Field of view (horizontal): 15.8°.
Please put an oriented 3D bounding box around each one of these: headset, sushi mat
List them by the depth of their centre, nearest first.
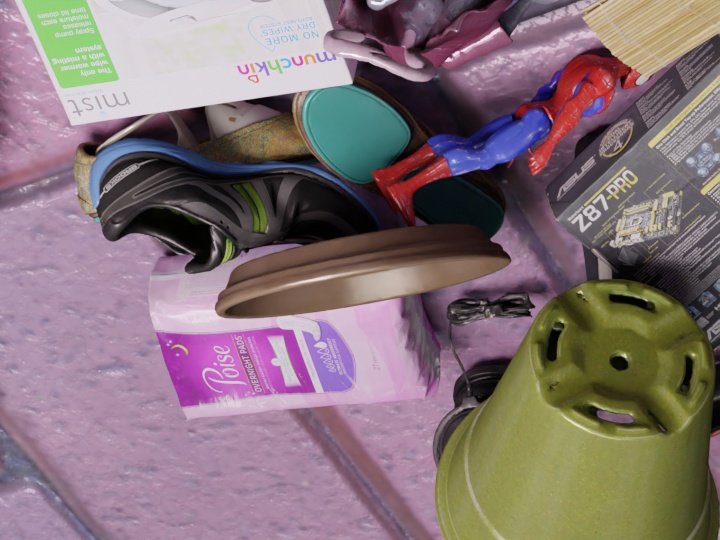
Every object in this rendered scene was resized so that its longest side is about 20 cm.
[{"bbox_3d":[0.237,-0.189,1.600,0.199,0.012,0.096,-30,149,17],"label":"sushi mat"},{"bbox_3d":[0.106,0.111,1.905,0.093,0.124,0.201,-10,112,18],"label":"headset"}]

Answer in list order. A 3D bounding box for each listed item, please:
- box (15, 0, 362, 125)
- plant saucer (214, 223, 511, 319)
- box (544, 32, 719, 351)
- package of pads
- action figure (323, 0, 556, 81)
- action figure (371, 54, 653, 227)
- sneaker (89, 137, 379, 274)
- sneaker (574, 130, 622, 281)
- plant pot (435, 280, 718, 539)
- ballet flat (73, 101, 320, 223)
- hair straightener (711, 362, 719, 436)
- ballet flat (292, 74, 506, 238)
[{"bbox_3d":[-0.115,-0.199,1.650,0.199,0.097,0.177,-7,130,15],"label":"box"},{"bbox_3d":[0.000,0.000,1.712,0.199,0.030,0.200,-9,173,-1],"label":"plant saucer"},{"bbox_3d":[0.246,-0.063,1.710,0.161,0.049,0.200,36,109,-26],"label":"box"},{"bbox_3d":[-0.047,0.040,1.887,0.198,0.076,0.121,-5,130,15],"label":"package of pads"},{"bbox_3d":[0.050,-0.156,1.625,0.133,0.150,0.200,23,167,0],"label":"action figure"},{"bbox_3d":[0.107,-0.092,1.703,0.199,0.065,0.052,-32,107,-4],"label":"action figure"},{"bbox_3d":[-0.085,-0.032,1.725,0.198,0.083,0.071,9,148,-19],"label":"sneaker"},{"bbox_3d":[0.198,-0.014,1.793,0.082,0.072,0.201,-3,134,12],"label":"sneaker"},{"bbox_3d":[0.159,0.109,1.725,0.199,0.201,0.190,10,146,0],"label":"plant pot"},{"bbox_3d":[-0.110,-0.086,1.788,0.199,0.071,0.071,-14,131,20],"label":"ballet flat"},{"bbox_3d":[0.316,0.058,1.864,0.199,0.041,0.077,-21,127,28],"label":"hair straightener"},{"bbox_3d":[0.020,-0.087,1.748,0.199,0.072,0.068,31,111,-35],"label":"ballet flat"}]
